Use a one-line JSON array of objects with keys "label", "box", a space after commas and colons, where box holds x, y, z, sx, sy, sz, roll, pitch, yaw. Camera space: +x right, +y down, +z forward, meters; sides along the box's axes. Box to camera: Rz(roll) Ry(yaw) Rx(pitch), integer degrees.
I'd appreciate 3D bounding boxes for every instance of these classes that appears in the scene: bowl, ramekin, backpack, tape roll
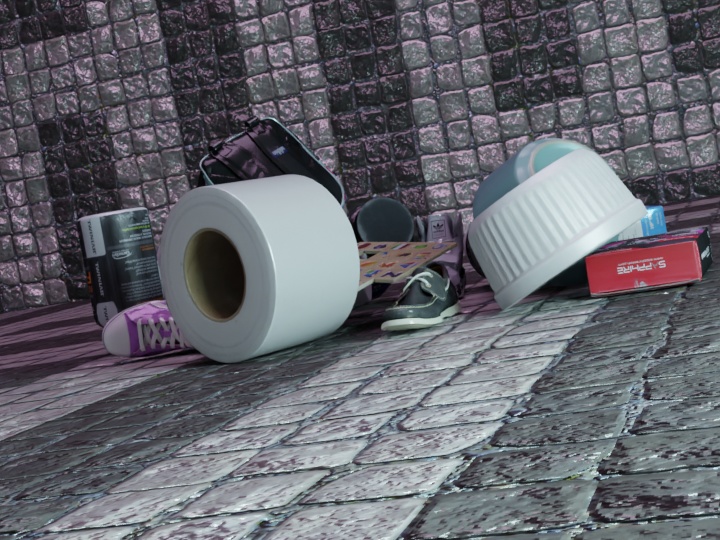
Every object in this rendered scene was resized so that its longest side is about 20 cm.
[{"label": "bowl", "box": [0.254, -0.091, 1.584, 0.200, 0.202, 0.105, -12, -32, -25]}, {"label": "ramekin", "box": [0.217, -0.052, 1.414, 0.200, 0.105, 0.200, -33, -6, -4]}, {"label": "backpack", "box": [-0.127, -0.101, 1.814, 0.177, 0.200, 0.151, -38, -22, -32]}, {"label": "tape roll", "box": [-0.119, -0.005, 1.437, 0.202, 0.204, 0.139, -7, 4, 42]}]

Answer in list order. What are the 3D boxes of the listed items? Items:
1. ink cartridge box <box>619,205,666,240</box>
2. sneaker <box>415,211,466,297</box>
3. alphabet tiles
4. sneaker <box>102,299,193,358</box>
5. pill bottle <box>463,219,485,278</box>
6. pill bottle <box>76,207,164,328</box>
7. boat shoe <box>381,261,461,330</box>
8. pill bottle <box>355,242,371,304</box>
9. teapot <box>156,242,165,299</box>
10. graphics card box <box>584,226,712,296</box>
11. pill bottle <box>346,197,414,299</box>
[{"label": "ink cartridge box", "box": [0.361, -0.051, 1.921, 0.199, 0.068, 0.116, -11, 3, -3]}, {"label": "sneaker", "box": [0.106, -0.021, 1.735, 0.075, 0.116, 0.200, -5, 4, 10]}, {"label": "alphabet tiles", "box": [0.000, 0.000, 1.560, 0.166, 0.008, 0.200, 2, 22, 42]}, {"label": "sneaker", "box": [-0.237, 0.074, 1.606, 0.199, 0.073, 0.114, -11, 6, -8]}, {"label": "pill bottle", "box": [0.210, -0.037, 1.739, 0.113, 0.115, 0.200, -10, 3, -7]}, {"label": "pill bottle", "box": [-0.341, 0.015, 1.792, 0.105, 0.201, 0.106, -10, 2, 0]}, {"label": "boat shoe", "box": [0.065, 0.031, 1.436, 0.071, 0.068, 0.200, -7, 5, 19]}, {"label": "pill bottle", "box": [-0.089, 0.019, 1.717, 0.199, 0.112, 0.111, -10, 3, 8]}, {"label": "teapot", "box": [-0.244, 0.022, 1.871, 0.146, 0.198, 0.200, -41, -16, -3]}, {"label": "graphics card box", "box": [0.342, -0.012, 1.452, 0.125, 0.051, 0.200, -10, 2, 21]}, {"label": "pill bottle", "box": [0.015, -0.033, 1.828, 0.111, 0.113, 0.200, -11, -16, -15]}]
